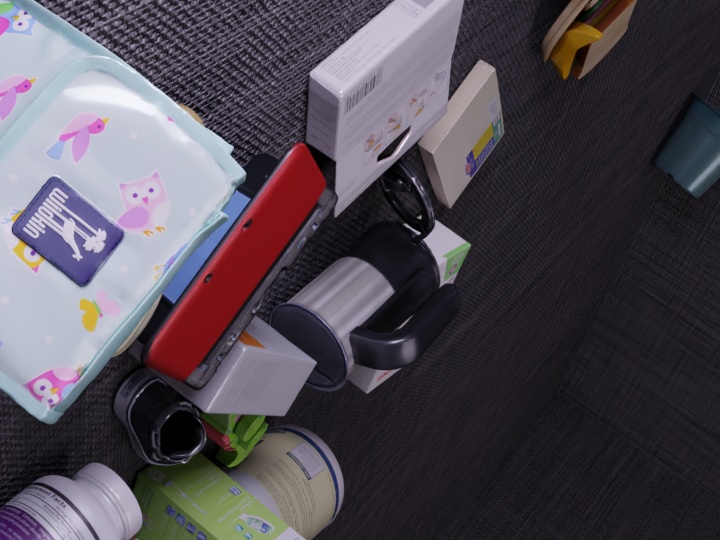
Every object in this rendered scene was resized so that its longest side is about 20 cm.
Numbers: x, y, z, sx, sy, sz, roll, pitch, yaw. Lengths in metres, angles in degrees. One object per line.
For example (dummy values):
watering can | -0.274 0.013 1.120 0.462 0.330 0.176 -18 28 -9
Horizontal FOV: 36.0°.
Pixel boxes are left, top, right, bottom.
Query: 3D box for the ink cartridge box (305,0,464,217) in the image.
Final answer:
ink cartridge box | 0.023 -0.176 1.105 0.200 0.044 0.177 -45 158 -29

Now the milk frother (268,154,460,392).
milk frother | 0.000 0.000 1.249 0.188 0.179 0.202 -41 114 -38

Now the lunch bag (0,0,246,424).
lunch bag | -0.178 -0.041 0.578 0.171 0.199 0.122 -51 162 -8

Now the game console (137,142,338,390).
game console | -0.121 -0.019 0.897 0.201 0.172 0.119 -53 134 -6

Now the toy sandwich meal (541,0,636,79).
toy sandwich meal | 0.317 -0.336 1.482 0.206 0.070 0.205 -48 175 -6

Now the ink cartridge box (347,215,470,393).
ink cartridge box | 0.047 0.043 1.472 0.145 0.084 0.202 -28 147 -55

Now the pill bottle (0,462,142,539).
pill bottle | -0.284 0.255 0.950 0.200 0.112 0.113 -38 155 -42

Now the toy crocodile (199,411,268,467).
toy crocodile | -0.143 0.165 1.196 0.062 0.067 0.200 -52 171 -16

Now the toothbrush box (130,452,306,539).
toothbrush box | -0.164 0.313 1.214 0.086 0.199 0.147 -27 147 -53

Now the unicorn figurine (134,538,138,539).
unicorn figurine | -0.313 0.363 1.148 0.137 0.073 0.203 23 87 -62

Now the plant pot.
plant pot | 0.860 -0.303 2.803 0.197 0.200 0.200 -52 163 15

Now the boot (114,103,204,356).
boot | -0.194 -0.023 0.774 0.154 0.071 0.202 -13 129 -65

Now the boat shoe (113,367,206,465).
boat shoe | -0.186 0.162 1.109 0.072 0.067 0.201 -48 160 -20

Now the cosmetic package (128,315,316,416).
cosmetic package | -0.127 0.084 1.076 0.072 0.101 0.200 -56 163 2

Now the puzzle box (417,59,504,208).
puzzle box | 0.132 -0.169 1.423 0.134 0.025 0.200 -54 162 -8

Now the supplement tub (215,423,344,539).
supplement tub | -0.125 0.291 1.361 0.199 0.144 0.146 -27 147 -55
